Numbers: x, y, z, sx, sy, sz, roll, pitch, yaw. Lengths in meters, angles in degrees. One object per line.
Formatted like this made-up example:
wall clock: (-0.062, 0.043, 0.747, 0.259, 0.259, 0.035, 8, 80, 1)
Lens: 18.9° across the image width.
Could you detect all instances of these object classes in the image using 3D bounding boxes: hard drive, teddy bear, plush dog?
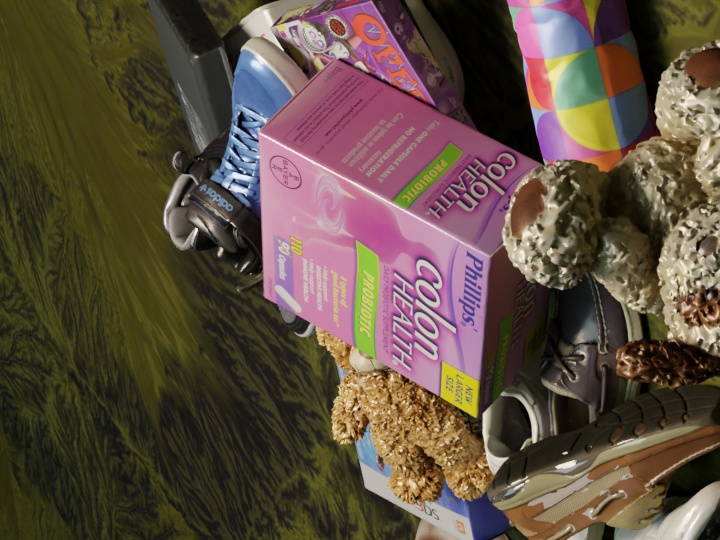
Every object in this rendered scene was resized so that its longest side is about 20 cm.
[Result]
hard drive: (-0.128, -0.143, 1.810, 0.140, 0.033, 0.201, -122, 12, -45)
teddy bear: (0.036, 0.104, 1.689, 0.144, 0.067, 0.201, 9, 126, 26)
plush dog: (0.211, -0.010, 1.308, 0.160, 0.199, 0.172, 44, -168, -51)

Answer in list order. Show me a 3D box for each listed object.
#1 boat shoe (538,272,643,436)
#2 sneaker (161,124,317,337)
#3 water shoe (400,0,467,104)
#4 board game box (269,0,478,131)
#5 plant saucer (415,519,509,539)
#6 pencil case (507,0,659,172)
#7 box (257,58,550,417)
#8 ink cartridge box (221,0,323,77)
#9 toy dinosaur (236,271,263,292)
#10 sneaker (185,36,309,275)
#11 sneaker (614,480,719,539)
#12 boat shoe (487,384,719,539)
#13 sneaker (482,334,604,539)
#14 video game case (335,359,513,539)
boat shoe: (0.162, 0.072, 1.562, 0.072, 0.064, 0.202, 36, 141, 51)
sneaker: (-0.095, -0.024, 1.745, 0.075, 0.113, 0.202, 26, 135, 54)
water shoe: (0.003, -0.191, 1.644, 0.201, 0.078, 0.072, 54, 152, 26)
board game box: (0.027, -0.110, 1.572, 0.119, 0.032, 0.201, -10, 120, 47)
plant saucer: (0.100, 0.296, 1.918, 0.200, 0.036, 0.202, 47, 149, 39)
pencil case: (0.144, -0.122, 1.415, 0.088, 0.088, 0.202, 16, 124, 59)
box: (0.033, -0.023, 1.549, 0.199, 0.097, 0.177, 28, 144, 22)
ink cartridge box: (-0.031, -0.119, 1.769, 0.202, 0.083, 0.145, 67, 156, 0)
toy dinosaur: (0.000, 0.000, 1.717, 0.088, 0.198, 0.048, 90, 168, -73)
sneaker: (-0.082, -0.075, 1.622, 0.077, 0.111, 0.201, 39, 156, 30)
sneaker: (0.220, 0.193, 1.550, 0.200, 0.075, 0.082, 113, 138, -57)
boat shoe: (0.183, 0.141, 1.515, 0.199, 0.076, 0.074, -25, 102, 37)
sneaker: (0.128, 0.152, 1.650, 0.074, 0.100, 0.202, -1, 113, 35)
video game case: (0.044, 0.113, 1.819, 0.181, 0.045, 0.202, 20, 128, 57)
